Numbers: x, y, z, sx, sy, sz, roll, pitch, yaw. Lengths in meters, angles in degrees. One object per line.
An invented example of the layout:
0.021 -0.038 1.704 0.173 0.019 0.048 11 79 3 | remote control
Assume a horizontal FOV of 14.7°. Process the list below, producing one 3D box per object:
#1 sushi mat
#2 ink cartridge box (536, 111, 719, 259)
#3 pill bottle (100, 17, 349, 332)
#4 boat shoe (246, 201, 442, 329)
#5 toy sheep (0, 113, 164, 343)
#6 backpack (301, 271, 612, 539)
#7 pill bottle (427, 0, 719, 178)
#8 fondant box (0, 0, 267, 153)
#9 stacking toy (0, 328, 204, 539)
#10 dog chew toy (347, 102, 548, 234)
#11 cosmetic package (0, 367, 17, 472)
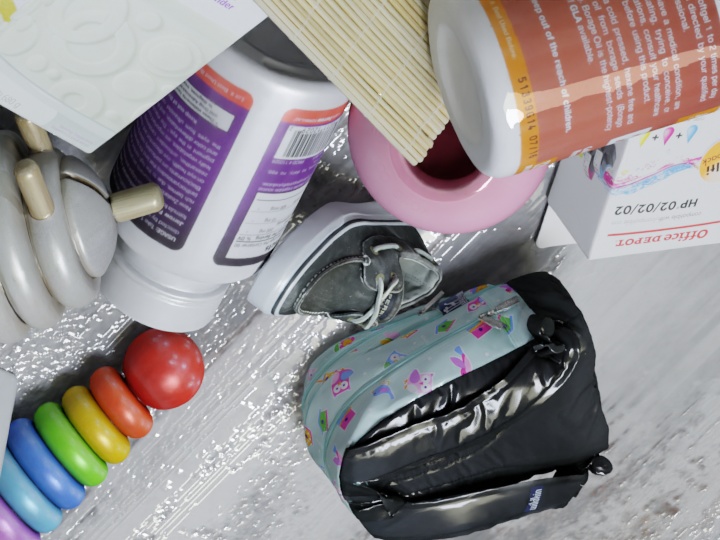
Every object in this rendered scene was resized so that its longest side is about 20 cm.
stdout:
0.009 -0.143 1.523 0.096 0.012 0.200 -55 139 -8 | sushi mat
0.202 -0.077 1.886 0.115 0.068 0.201 -7 134 -26 | ink cartridge box
-0.088 -0.064 1.687 0.111 0.112 0.201 5 128 -35 | pill bottle
0.000 0.000 1.770 0.072 0.071 0.200 -54 165 25 | boat shoe
-0.213 -0.022 1.638 0.199 0.138 0.138 -10 139 9 | toy sheep
0.062 0.097 1.928 0.199 0.127 0.167 -23 127 -9 | backpack
0.146 -0.129 1.527 0.199 0.112 0.113 -17 137 -11 | pill bottle
-0.143 -0.161 1.528 0.144 0.058 0.200 29 133 -32 | fondant box
-0.187 0.110 1.833 0.200 0.085 0.085 -40 139 -2 | stacking toy
0.059 -0.096 1.705 0.124 0.200 0.125 2 104 6 | dog chew toy
-0.326 0.135 1.625 0.166 0.201 0.167 -8 155 39 | cosmetic package
